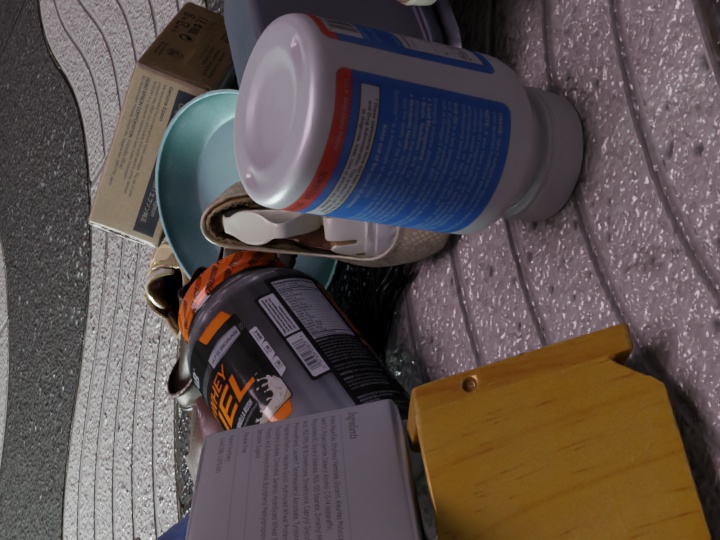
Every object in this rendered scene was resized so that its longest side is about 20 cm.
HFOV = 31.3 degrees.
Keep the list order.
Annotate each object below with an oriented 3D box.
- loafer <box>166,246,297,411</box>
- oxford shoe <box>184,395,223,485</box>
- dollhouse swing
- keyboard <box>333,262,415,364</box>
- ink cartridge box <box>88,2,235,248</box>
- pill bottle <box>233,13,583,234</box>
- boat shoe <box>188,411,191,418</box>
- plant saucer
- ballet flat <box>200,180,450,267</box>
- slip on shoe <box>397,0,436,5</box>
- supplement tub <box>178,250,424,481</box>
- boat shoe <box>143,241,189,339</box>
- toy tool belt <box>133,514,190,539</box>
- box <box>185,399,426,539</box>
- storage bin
[{"bbox_3d":[-0.120,0.029,1.057,0.201,0.070,0.073,-61,23,26],"label":"loafer"},{"bbox_3d":[-0.103,0.174,1.051,0.073,0.071,0.201,46,150,32],"label":"oxford shoe"},{"bbox_3d":[0.116,0.174,0.744,0.180,0.176,0.202,-18,61,13],"label":"dollhouse swing"},{"bbox_3d":[0.000,0.000,0.983,0.104,0.039,0.202,44,123,56],"label":"keyboard"},{"bbox_3d":[-0.176,-0.141,1.211,0.201,0.074,0.166,-78,9,-62],"label":"ink cartridge box"},{"bbox_3d":[0.033,-0.081,0.774,0.112,0.198,0.114,-21,65,58],"label":"pill bottle"},{"bbox_3d":[-0.109,0.121,1.145,0.199,0.062,0.074,13,121,63],"label":"boat shoe"},{"bbox_3d":[-0.088,-0.055,1.082,0.198,0.036,0.203,14,116,32],"label":"plant saucer"},{"bbox_3d":[-0.026,-0.031,0.923,0.198,0.062,0.068,0,104,28],"label":"ballet flat"},{"bbox_3d":[0.005,-0.249,0.855,0.076,0.060,0.202,-60,38,42],"label":"slip on shoe"},{"bbox_3d":[-0.047,0.083,0.929,0.200,0.121,0.123,49,127,37],"label":"supplement tub"},{"bbox_3d":[-0.179,0.016,1.269,0.200,0.068,0.075,38,117,57],"label":"boat shoe"},{"bbox_3d":[-0.111,0.219,0.953,0.199,0.125,0.124,-13,109,50],"label":"toy tool belt"},{"bbox_3d":[-0.017,0.213,0.751,0.200,0.129,0.201,-98,-3,-73],"label":"box"},{"bbox_3d":[-0.023,-0.161,0.925,0.147,0.132,0.201,103,160,-45],"label":"storage bin"}]
